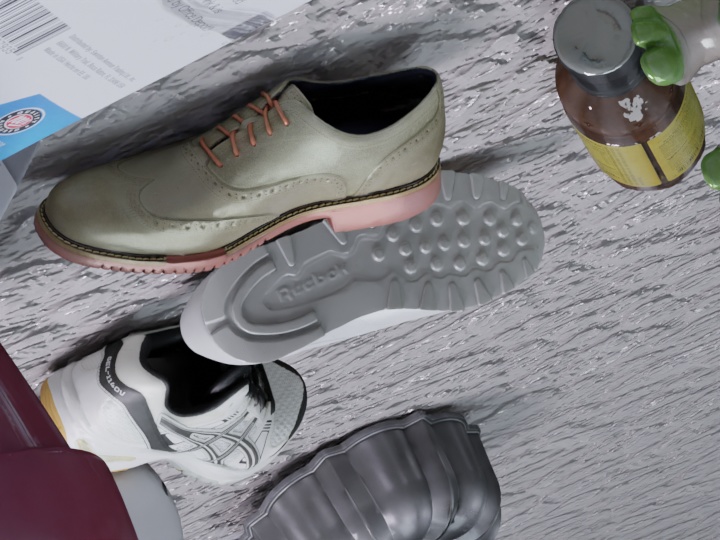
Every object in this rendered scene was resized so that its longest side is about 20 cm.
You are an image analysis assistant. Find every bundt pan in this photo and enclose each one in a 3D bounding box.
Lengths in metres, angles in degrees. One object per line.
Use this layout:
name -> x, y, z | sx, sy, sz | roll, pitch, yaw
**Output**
bundt pan -> 0.014, 0.190, 2.097 | 0.202, 0.076, 0.202 | -24, 151, -14

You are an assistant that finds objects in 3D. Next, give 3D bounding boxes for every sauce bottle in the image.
sauce bottle -> 0.130, -0.089, 1.467 | 0.065, 0.065, 0.200 | -25, 164, 5

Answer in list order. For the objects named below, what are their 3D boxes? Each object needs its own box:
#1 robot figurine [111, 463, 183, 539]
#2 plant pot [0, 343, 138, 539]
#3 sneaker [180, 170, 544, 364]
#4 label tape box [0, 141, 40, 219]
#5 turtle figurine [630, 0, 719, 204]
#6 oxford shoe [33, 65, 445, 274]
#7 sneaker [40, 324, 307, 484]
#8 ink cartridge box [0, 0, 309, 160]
robot figurine -> -0.194, 0.165, 1.685 | 0.200, 0.150, 0.125 | -20, 157, 32
plant pot -> -0.217, 0.089, 1.328 | 0.200, 0.179, 0.200 | -22, 164, -7
sneaker -> 0.000, 0.000, 1.581 | 0.200, 0.077, 0.080 | -14, 173, -17
label tape box -> -0.207, -0.005, 1.081 | 0.143, 0.066, 0.200 | -28, -165, 15
turtle figurine -> 0.205, -0.092, 1.165 | 0.194, 0.200, 0.144 | -27, 128, 27
oxford shoe -> -0.053, -0.053, 1.351 | 0.200, 0.071, 0.074 | -16, 137, -26
sneaker -> -0.081, 0.069, 1.652 | 0.088, 0.076, 0.200 | -34, 162, 31
ink cartridge box -> -0.084, -0.125, 1.004 | 0.200, 0.084, 0.145 | -26, 164, 8
